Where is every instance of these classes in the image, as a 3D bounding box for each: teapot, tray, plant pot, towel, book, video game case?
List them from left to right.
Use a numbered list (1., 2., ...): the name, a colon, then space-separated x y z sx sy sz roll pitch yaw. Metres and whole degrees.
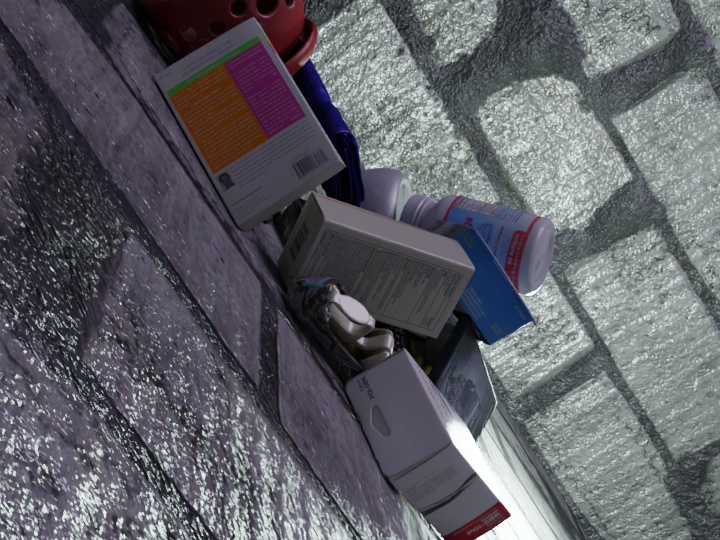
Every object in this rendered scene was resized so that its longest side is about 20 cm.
1. plant pot: -0.160 -0.330 1.737 0.183 0.200 0.201 58 5 -30
2. book: -0.122 -0.163 1.487 0.201 0.133 0.048 60 6 16
3. towel: -0.044 -0.183 1.781 0.148 0.049 0.200 86 -16 -44
4. teapot: -0.005 -0.054 1.934 0.201 0.145 0.198 76 18 -47
5. tray: 0.103 0.145 1.821 0.107 0.022 0.201 34 -40 28
6. video game case: 0.121 0.172 1.714 0.019 0.143 0.200 17 -29 27

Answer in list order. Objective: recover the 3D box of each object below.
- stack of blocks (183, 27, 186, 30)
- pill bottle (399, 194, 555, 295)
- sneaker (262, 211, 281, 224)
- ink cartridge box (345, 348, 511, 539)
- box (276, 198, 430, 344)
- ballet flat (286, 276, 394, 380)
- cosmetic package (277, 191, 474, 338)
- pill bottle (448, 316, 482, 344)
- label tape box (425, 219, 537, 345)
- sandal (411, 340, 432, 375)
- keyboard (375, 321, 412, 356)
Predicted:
1. stack of blocks: -0.199 -0.294 1.913 0.200 0.058 0.115 55 6 -29
2. pill bottle: 0.155 -0.041 1.835 0.199 0.109 0.109 15 -12 22
3. sneaker: -0.117 -0.107 1.616 0.077 0.075 0.200 64 14 -13
4. ink cartridge box: 0.078 0.203 1.520 0.200 0.083 0.147 52 8 -50
5. box: 0.000 0.000 1.735 0.199 0.050 0.158 24 25 -33
6. ballet flat: -0.003 0.076 1.504 0.200 0.072 0.072 48 10 -37
7. cosmetic package: 0.017 -0.005 1.551 0.199 0.104 0.073 18 23 -25
8. pill bottle: 0.112 0.074 1.915 0.113 0.199 0.113 57 6 -9
9. label tape box: 0.136 0.016 1.692 0.144 0.066 0.200 55 -4 -10
10. sandal: 0.045 0.128 1.783 0.200 0.079 0.087 51 -32 -1
11. keyboard: 0.030 0.071 1.620 0.104 0.040 0.201 3 72 -42
